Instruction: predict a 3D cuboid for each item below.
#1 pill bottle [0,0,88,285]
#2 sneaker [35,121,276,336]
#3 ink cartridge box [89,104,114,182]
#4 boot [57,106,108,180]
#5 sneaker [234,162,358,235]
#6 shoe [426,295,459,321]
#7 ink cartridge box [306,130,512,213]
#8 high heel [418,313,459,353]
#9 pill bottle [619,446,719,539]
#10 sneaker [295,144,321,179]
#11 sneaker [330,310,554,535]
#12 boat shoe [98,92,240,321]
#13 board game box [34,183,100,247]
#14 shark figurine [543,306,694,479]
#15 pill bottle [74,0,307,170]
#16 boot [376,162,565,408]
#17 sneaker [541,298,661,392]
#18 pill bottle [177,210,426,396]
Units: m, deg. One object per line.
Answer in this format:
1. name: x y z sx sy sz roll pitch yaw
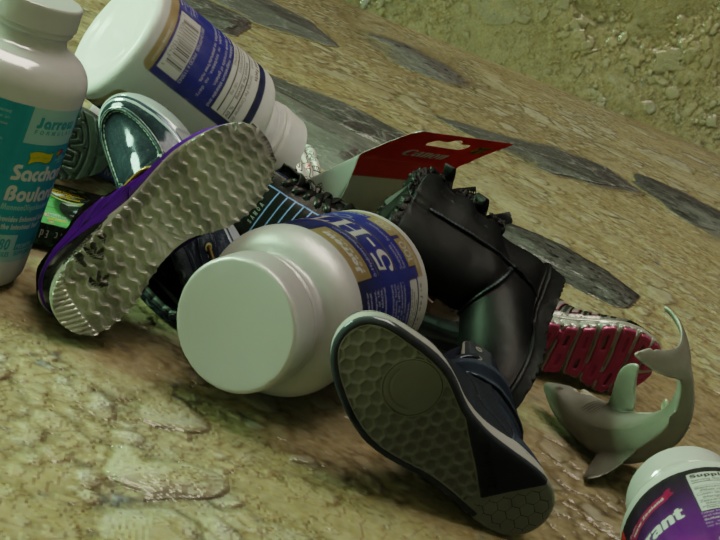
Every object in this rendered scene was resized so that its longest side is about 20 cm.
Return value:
1. pill bottle: -0.255 -0.098 0.992 0.110 0.201 0.111 21 17 -7
2. sneaker: -0.154 -0.041 1.028 0.099 0.200 0.070 16 -38 59
3. ink cartridge box: -0.210 -0.115 1.381 0.119 0.042 0.200 22 17 -9
4. boot: -0.281 -0.135 1.268 0.164 0.066 0.200 11 13 -2
5. sneaker: -0.053 -0.049 1.234 0.199 0.078 0.070 7 18 14
6. shoe: 0.080 0.020 1.312 0.053 0.070 0.200 37 1 -24
7. ink cartridge box: 0.027 -0.069 1.343 0.199 0.050 0.162 -19 -12 36
8. high heel: 0.000 0.000 1.268 0.142 0.072 0.200 16 23 -28
9. pill bottle: 0.226 0.191 0.923 0.111 0.112 0.200 22 16 -6
10. sneaker: -0.117 -0.131 1.519 0.107 0.068 0.201 11 24 -39
11. sneaker: 0.044 0.079 0.998 0.202 0.077 0.146 47 13 -25
12. boat shoe: -0.159 -0.053 1.114 0.201 0.071 0.091 56 29 11
13. board game box: -0.233 -0.042 1.162 0.199 0.024 0.105 14 20 -30
14. shark figurine: 0.209 0.125 1.126 0.089 0.214 0.128 -32 83 -26
15. pill bottle: -0.146 -0.153 1.288 0.200 0.120 0.120 38 6 -35
16. boot: 0.076 0.016 1.162 0.162 0.073 0.199 37 45 -12
17. sneaker: 0.190 0.056 1.347 0.199 0.074 0.088 10 27 -25
18. pill bottle: -0.041 0.024 1.028 0.119 0.120 0.200 29 18 18
